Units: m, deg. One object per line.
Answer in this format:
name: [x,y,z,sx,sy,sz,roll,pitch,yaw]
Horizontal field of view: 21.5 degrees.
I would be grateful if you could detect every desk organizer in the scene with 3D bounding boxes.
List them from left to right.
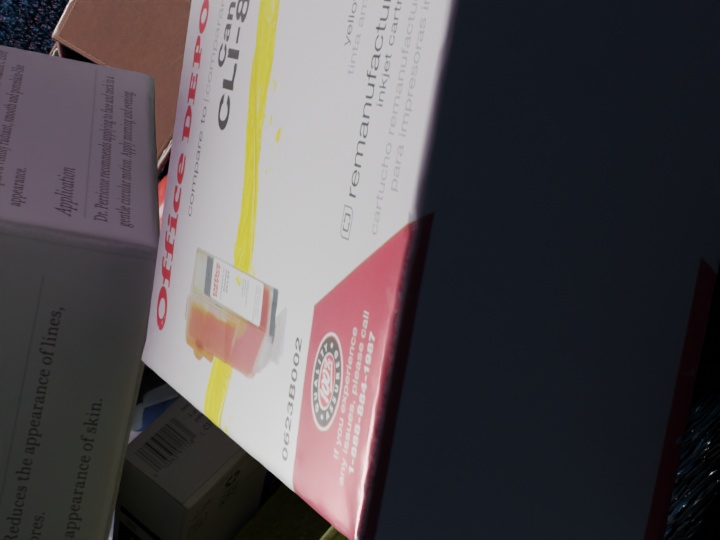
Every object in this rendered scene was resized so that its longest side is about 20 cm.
desk organizer: [-0.116,-0.095,0.926,0.200,0.077,0.072,-51,13,46]

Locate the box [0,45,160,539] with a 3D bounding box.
box: [-0.157,0.033,0.729,0.199,0.130,0.201,-105,27,-66]

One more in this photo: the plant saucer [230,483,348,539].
plant saucer: [-0.010,0.104,0.660,0.200,0.048,0.200,-46,3,-23]

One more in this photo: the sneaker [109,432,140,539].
sneaker: [-0.119,0.057,1.003,0.073,0.116,0.200,-18,17,17]

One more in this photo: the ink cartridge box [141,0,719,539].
ink cartridge box: [0.011,-0.018,0.513,0.200,0.083,0.146,-155,73,-67]

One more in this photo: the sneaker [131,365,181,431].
sneaker: [-0.017,0.037,0.835,0.199,0.077,0.076,-19,27,4]

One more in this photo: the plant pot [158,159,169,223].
plant pot: [-0.020,-0.016,0.991,0.200,0.200,0.183,-44,6,25]

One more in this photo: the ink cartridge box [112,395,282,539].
ink cartridge box: [-0.060,0.104,0.792,0.099,0.039,0.200,-44,-19,-33]
